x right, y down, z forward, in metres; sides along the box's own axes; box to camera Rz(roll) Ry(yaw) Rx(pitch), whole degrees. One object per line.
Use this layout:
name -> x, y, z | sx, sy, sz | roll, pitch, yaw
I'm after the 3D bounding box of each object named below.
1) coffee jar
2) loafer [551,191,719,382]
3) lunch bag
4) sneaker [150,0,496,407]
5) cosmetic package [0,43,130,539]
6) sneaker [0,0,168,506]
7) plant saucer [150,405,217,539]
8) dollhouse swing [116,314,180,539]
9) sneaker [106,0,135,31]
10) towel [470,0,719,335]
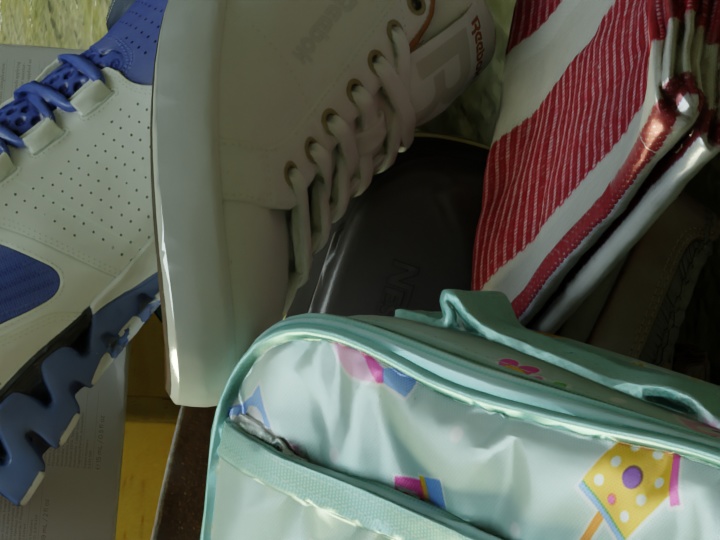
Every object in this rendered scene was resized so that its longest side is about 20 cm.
coffee jar -> 0.000, 0.000, 0.825 | 0.200, 0.085, 0.105 | -142, 69, -68
loafer -> 0.056, 0.072, 0.713 | 0.072, 0.063, 0.200 | -54, -12, -74
lunch bag -> 0.040, 0.092, 0.613 | 0.200, 0.077, 0.161 | 16, 104, 43
sneaker -> -0.008, -0.049, 0.712 | 0.073, 0.084, 0.200 | 90, -174, -49
cosmetic package -> -0.117, 0.027, 0.911 | 0.051, 0.082, 0.201 | 119, 156, -77
sneaker -> -0.116, -0.019, 0.823 | 0.200, 0.115, 0.081 | -57, 23, 0
plant saucer -> -0.050, 0.131, 0.788 | 0.200, 0.034, 0.201 | -169, 90, -89
dollhouse swing -> -0.134, 0.045, 1.038 | 0.176, 0.199, 0.182 | -114, 32, -54
sneaker -> -0.042, -0.164, 0.915 | 0.085, 0.077, 0.200 | 35, 111, 17
towel -> 0.062, -0.085, 0.683 | 0.144, 0.023, 0.201 | 125, 158, -58
